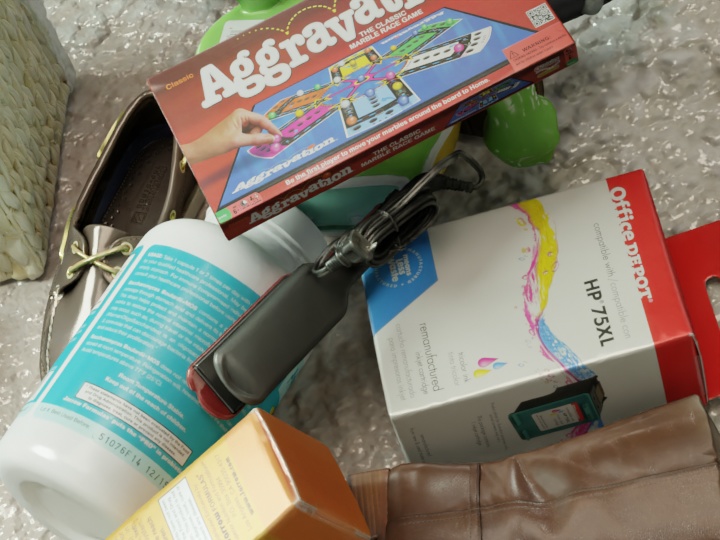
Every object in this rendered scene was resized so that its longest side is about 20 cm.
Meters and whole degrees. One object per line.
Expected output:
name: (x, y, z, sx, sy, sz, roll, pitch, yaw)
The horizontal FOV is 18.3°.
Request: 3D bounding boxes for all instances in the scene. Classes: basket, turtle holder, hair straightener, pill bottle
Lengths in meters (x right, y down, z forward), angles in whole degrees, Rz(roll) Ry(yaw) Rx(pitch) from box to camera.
basket: (-0.287, -0.100, 1.280, 0.197, 0.200, 0.162, -8, 55, 10)
turtle holder: (0.003, -0.094, 1.233, 0.184, 0.132, 0.141, -21, 46, -8)
hair straightener: (0.000, 0.000, 1.125, 0.200, 0.077, 0.041, -39, 95, -28)
pill bottle: (-0.095, 0.051, 1.172, 0.110, 0.111, 0.201, 20, 63, 27)

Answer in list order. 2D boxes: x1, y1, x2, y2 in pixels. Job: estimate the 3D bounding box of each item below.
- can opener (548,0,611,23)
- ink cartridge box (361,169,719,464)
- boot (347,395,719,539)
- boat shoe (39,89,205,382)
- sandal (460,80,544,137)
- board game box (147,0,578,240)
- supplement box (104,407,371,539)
can opener: (0.126, -0.172, 1.259, 0.063, 0.079, 0.199, 45, 36, 18)
ink cartridge box: (0.107, 0.023, 1.161, 0.198, 0.067, 0.117, -16, 51, 5)
boot: (0.100, 0.155, 1.070, 0.198, 0.064, 0.188, -10, 57, 2)
boat shoe: (-0.138, -0.011, 1.260, 0.071, 0.060, 0.201, 8, 58, 20)
sandal: (0.026, -0.138, 1.308, 0.199, 0.082, 0.055, 18, 40, 34)
board game box: (0.000, -0.102, 1.134, 0.199, 0.019, 0.103, -27, 57, -3)
supplement box: (-0.094, 0.158, 1.080, 0.200, 0.066, 0.069, -42, 50, 13)
